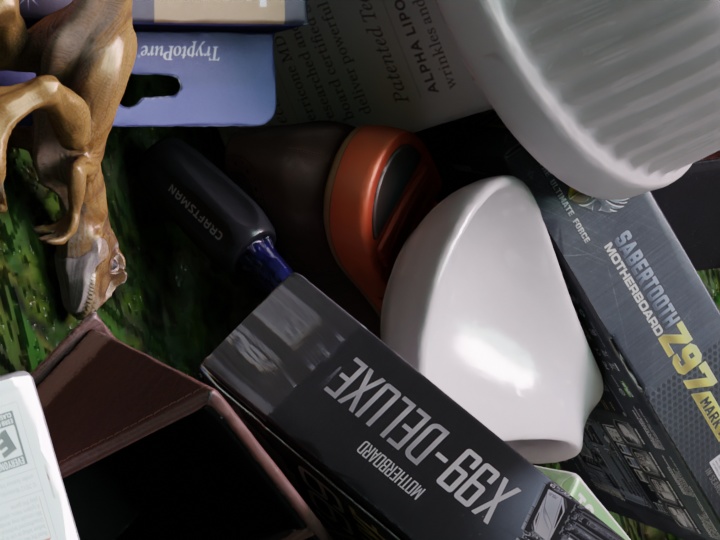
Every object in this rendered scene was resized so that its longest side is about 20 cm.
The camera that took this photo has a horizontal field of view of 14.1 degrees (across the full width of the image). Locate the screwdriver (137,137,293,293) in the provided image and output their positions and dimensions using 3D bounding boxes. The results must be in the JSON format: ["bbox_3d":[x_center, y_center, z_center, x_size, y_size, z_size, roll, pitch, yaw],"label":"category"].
[{"bbox_3d":[-0.016,0.021,1.034,0.200,0.029,0.028,49,-7,28],"label":"screwdriver"}]

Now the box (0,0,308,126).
[{"bbox_3d":[-0.079,-0.151,1.014,0.121,0.032,0.200,-2,90,-28],"label":"box"}]

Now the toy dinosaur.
[{"bbox_3d":[-0.094,-0.076,0.969,0.106,0.200,0.060,-17,47,-44],"label":"toy dinosaur"}]

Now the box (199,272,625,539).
[{"bbox_3d":[0.032,0.103,0.995,0.050,0.158,0.200,-45,157,-14],"label":"box"}]

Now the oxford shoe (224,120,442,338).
[{"bbox_3d":[0.000,0.000,1.142,0.200,0.072,0.071,70,39,-55],"label":"oxford shoe"}]

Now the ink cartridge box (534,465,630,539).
[{"bbox_3d":[0.106,0.135,1.129,0.146,0.200,0.048,49,60,-40],"label":"ink cartridge box"}]

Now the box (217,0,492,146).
[{"bbox_3d":[0.008,-0.168,1.171,0.199,0.131,0.200,-41,112,-60],"label":"box"}]

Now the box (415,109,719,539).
[{"bbox_3d":[0.094,0.017,1.202,0.051,0.158,0.200,-35,106,-15],"label":"box"}]

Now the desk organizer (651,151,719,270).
[{"bbox_3d":[0.156,-0.052,1.300,0.072,0.200,0.077,65,24,-45],"label":"desk organizer"}]

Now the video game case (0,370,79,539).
[{"bbox_3d":[-0.128,0.142,0.835,0.143,0.018,0.200,-17,91,-40],"label":"video game case"}]

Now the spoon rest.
[{"bbox_3d":[0.054,0.031,1.111,0.200,0.061,0.099,57,52,-66],"label":"spoon rest"}]

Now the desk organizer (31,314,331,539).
[{"bbox_3d":[-0.041,0.114,0.954,0.072,0.077,0.200,-47,125,-15],"label":"desk organizer"}]

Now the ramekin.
[{"bbox_3d":[0.108,-0.136,1.073,0.200,0.105,0.200,38,42,-44],"label":"ramekin"}]
